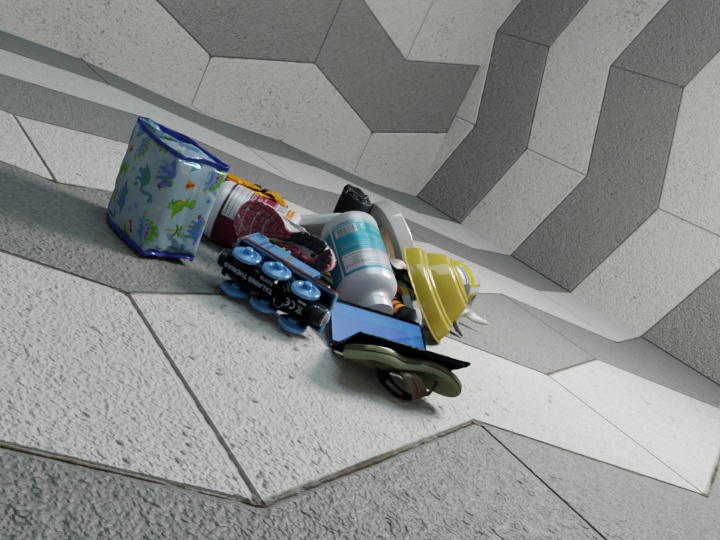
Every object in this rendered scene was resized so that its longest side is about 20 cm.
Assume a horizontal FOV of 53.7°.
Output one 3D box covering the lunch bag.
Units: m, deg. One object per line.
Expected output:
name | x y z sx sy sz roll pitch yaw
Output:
lunch bag | -0.321 -0.133 1.123 0.199 0.171 0.127 33 14 35

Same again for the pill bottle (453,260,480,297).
pill bottle | 0.230 0.031 1.751 0.109 0.110 0.200 31 12 20

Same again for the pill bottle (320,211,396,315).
pill bottle | 0.000 0.000 1.272 0.110 0.111 0.201 17 43 -38

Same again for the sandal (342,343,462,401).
sandal | 0.056 0.152 1.007 0.199 0.058 0.080 21 -23 -29

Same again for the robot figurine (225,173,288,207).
robot figurine | -0.242 -0.153 1.467 0.198 0.059 0.145 19 16 -28

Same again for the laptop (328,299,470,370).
laptop | 0.051 0.090 1.086 0.175 0.104 0.200 16 -20 -17

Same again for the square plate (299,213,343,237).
square plate | -0.074 -0.080 1.446 0.198 0.029 0.198 -2 -12 19

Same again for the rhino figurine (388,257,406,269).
rhino figurine | 0.055 0.011 1.513 0.198 0.088 0.060 23 13 -16

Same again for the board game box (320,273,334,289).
board game box | -0.083 0.010 1.372 0.104 0.024 0.200 19 14 -43

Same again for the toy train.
toy train | -0.121 0.019 1.083 0.199 0.087 0.114 29 22 13

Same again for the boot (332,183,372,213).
boot | -0.047 -0.119 1.649 0.076 0.169 0.200 20 13 -25

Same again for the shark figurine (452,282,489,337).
shark figurine | 0.212 0.105 1.548 0.090 0.127 0.214 59 6 22

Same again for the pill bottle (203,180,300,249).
pill bottle | -0.220 -0.094 1.312 0.198 0.114 0.113 26 12 -3

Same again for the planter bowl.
planter bowl | 0.156 0.032 1.383 0.200 0.083 0.202 -21 90 -79

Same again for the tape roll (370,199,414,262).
tape roll | 0.072 -0.059 1.622 0.037 0.205 0.203 -18 28 -14

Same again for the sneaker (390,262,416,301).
sneaker | 0.038 0.029 1.422 0.199 0.089 0.077 29 32 -34

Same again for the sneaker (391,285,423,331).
sneaker | 0.057 0.085 1.300 0.089 0.071 0.200 1 21 -9

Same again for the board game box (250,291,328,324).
board game box | -0.120 0.024 1.199 0.198 0.039 0.158 23 12 -14

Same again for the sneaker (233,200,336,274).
sneaker | -0.132 -0.049 1.227 0.199 0.081 0.075 33 0 12
